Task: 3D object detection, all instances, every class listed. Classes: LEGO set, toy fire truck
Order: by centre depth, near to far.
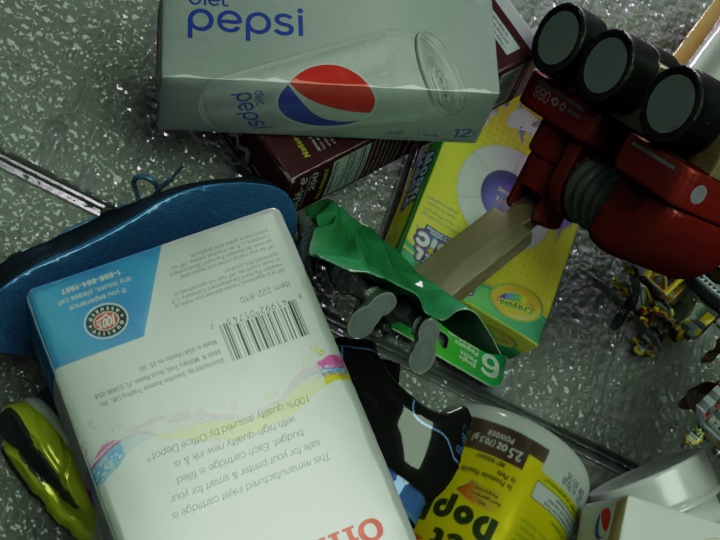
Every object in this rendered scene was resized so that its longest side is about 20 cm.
[{"bbox_3d":[0.135,-0.043,0.944,0.128,0.176,0.201,17,106,-37],"label":"toy fire truck"},{"bbox_3d":[0.230,0.072,1.008,0.116,0.154,0.200,-41,74,-11],"label":"LEGO set"}]

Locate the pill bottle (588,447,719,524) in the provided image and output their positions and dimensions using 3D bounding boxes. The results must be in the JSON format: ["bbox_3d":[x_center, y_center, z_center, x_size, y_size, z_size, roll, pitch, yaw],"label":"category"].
[{"bbox_3d":[0.221,0.222,0.995,0.110,0.111,0.202,-20,84,-29],"label":"pill bottle"}]

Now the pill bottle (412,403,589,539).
[{"bbox_3d":[0.054,0.188,0.923,0.109,0.109,0.201,35,63,-13],"label":"pill bottle"}]

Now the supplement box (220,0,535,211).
[{"bbox_3d":[0.006,-0.127,0.994,0.199,0.061,0.109,-28,74,-22],"label":"supplement box"}]

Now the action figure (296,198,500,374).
[{"bbox_3d":[0.000,0.000,0.914,0.118,0.200,0.055,33,97,-20],"label":"action figure"}]

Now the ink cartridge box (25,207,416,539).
[{"bbox_3d":[-0.075,0.090,0.815,0.143,0.085,0.202,-19,74,-17],"label":"ink cartridge box"}]

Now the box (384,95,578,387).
[{"bbox_3d":[0.084,-0.033,1.041,0.117,0.048,0.202,29,66,-15],"label":"box"}]

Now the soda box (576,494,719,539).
[{"bbox_3d":[0.223,0.193,0.908,0.198,0.064,0.069,19,73,-11],"label":"soda box"}]

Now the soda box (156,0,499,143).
[{"bbox_3d":[-0.021,-0.122,0.917,0.198,0.064,0.069,2,66,-9],"label":"soda box"}]

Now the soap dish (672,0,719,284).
[{"bbox_3d":[0.268,-0.095,1.109,0.158,0.081,0.200,48,45,-7],"label":"soap dish"}]

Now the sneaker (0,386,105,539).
[{"bbox_3d":[-0.114,0.137,0.875,0.084,0.074,0.201,-40,94,-30],"label":"sneaker"}]

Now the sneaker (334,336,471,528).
[{"bbox_3d":[-0.029,0.067,0.913,0.199,0.070,0.078,33,72,10],"label":"sneaker"}]

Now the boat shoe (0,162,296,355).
[{"bbox_3d":[-0.135,-0.017,0.905,0.198,0.069,0.085,-15,112,-26],"label":"boat shoe"}]
